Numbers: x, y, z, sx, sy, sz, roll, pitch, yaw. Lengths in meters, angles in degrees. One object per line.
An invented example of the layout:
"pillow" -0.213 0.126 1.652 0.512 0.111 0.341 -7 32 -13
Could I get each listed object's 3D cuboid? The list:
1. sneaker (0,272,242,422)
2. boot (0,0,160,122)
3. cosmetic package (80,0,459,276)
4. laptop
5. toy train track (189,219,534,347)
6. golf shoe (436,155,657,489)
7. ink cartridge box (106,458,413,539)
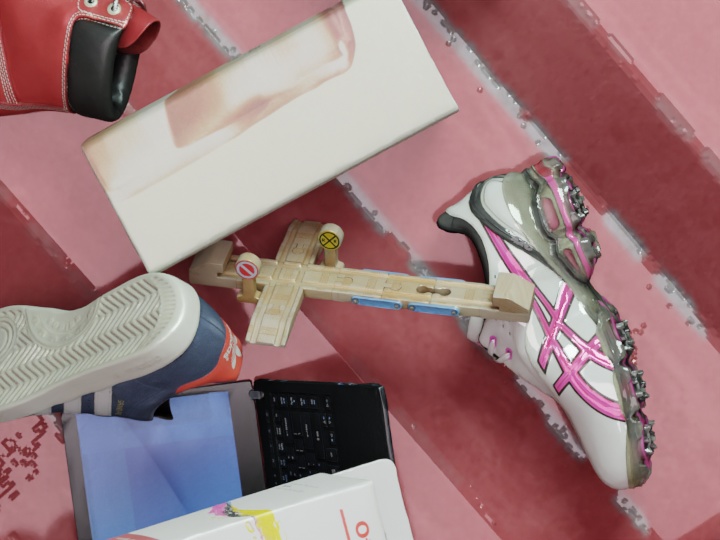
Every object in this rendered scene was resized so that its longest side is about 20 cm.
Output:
"sneaker" -0.155 0.060 1.349 0.200 0.084 0.075 -12 58 35
"boot" -0.180 -0.186 1.325 0.144 0.072 0.201 3 103 20
"cosmetic package" -0.052 -0.084 1.341 0.200 0.103 0.087 -28 96 0
"laptop" -0.071 0.159 1.359 0.103 0.200 0.178 -12 97 -37
"toy train track" 0.000 0.000 1.333 0.199 0.115 0.033 7 129 10
"golf shoe" 0.113 0.039 1.373 0.092 0.073 0.201 -21 85 9
"ink cartridge box" -0.044 0.179 1.237 0.199 0.067 0.117 -16 95 -25
